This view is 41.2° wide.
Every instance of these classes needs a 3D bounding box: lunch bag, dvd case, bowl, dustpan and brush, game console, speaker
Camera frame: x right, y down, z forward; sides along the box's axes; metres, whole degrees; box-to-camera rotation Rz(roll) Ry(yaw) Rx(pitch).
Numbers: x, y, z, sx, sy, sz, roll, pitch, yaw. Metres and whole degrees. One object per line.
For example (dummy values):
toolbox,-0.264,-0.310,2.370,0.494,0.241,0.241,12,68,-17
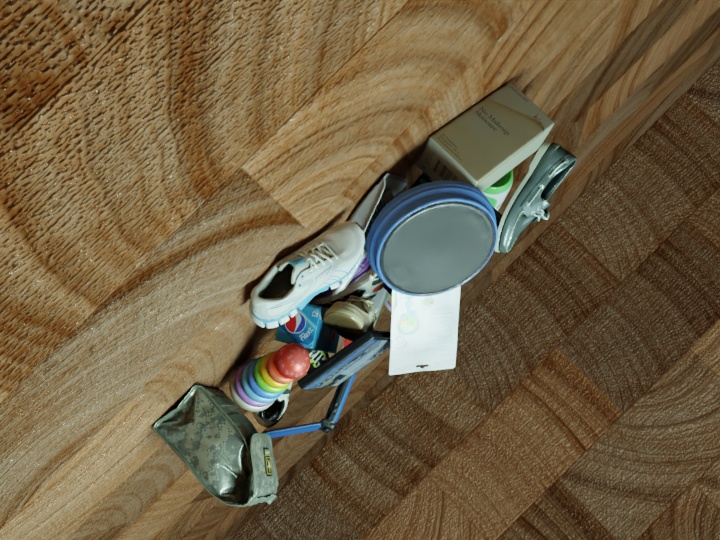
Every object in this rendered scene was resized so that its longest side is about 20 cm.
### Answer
lunch bag,-0.209,0.287,1.520,0.118,0.200,0.164,-43,168,-2
dvd case,-0.013,0.143,1.548,0.142,0.018,0.200,-37,167,9
bowl,0.109,-0.041,1.411,0.200,0.039,0.201,-11,134,-11
dustpan and brush,0.008,-0.049,1.441,0.200,0.057,0.140,-47,168,12
game console,-0.097,0.252,1.802,0.200,0.118,0.171,116,-4,-77
speaker,0.227,-0.142,1.806,0.088,0.088,0.200,-40,167,-20

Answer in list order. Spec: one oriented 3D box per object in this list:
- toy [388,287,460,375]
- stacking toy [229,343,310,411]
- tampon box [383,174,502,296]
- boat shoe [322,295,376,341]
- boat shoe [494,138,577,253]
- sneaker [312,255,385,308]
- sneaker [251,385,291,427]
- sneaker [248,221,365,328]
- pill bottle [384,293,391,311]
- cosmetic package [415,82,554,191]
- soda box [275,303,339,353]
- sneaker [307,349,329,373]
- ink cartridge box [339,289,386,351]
toy,0.100,0.067,1.544,0.115,0.047,0.201,-4,118,-13
stacking toy,-0.138,0.163,1.512,0.085,0.086,0.200,-37,180,-33
tampon box,0.122,-0.048,1.613,0.200,0.150,0.126,-50,166,25
boat shoe,-0.010,0.070,1.525,0.200,0.072,0.065,56,52,-73
boat shoe,0.280,-0.111,1.541,0.201,0.062,0.073,-62,163,1
sneaker,0.000,0.000,1.568,0.200,0.084,0.080,-34,155,28
sneaker,-0.172,0.245,1.752,0.200,0.075,0.088,106,-3,-51
sneaker,-0.071,-0.002,1.316,0.200,0.075,0.087,-42,162,-14
pill bottle,0.121,0.004,1.905,0.104,0.104,0.200,-35,165,-38
cosmetic package,0.191,-0.194,1.465,0.200,0.104,0.073,-38,167,-31
soda box,-0.080,0.094,1.568,0.200,0.064,0.068,36,66,-78
sneaker,-0.080,0.159,1.809,0.072,0.083,0.200,-42,168,-13
ink cartridge box,0.001,0.110,1.816,0.161,0.050,0.201,103,6,-70
